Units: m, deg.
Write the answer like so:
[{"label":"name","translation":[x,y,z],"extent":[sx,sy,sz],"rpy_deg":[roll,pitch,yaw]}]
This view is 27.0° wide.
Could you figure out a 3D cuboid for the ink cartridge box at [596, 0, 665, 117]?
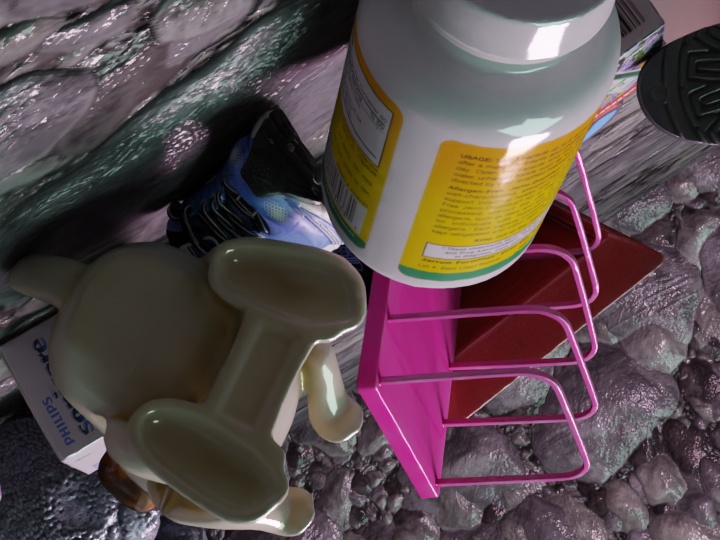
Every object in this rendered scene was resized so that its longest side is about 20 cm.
[{"label":"ink cartridge box","translation":[0.117,-0.107,0.863],"extent":[0.109,0.050,0.200],"rpy_deg":[-36,171,6]}]

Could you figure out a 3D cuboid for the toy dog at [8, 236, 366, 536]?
[{"label":"toy dog","translation":[-0.096,0.072,0.800],"extent":[0.200,0.193,0.140],"rpy_deg":[102,3,-69]}]

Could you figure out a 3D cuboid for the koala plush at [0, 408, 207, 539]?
[{"label":"koala plush","translation":[-0.158,0.133,1.110],"extent":[0.200,0.178,0.184],"rpy_deg":[-31,164,26]}]

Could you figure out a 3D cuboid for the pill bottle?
[{"label":"pill bottle","translation":[0.048,-0.083,0.654],"extent":[0.112,0.113,0.200],"rpy_deg":[-29,160,-21]}]

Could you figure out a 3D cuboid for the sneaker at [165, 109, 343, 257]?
[{"label":"sneaker","translation":[-0.056,-0.024,0.810],"extent":[0.089,0.079,0.200],"rpy_deg":[-33,173,-7]}]

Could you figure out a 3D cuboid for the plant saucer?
[{"label":"plant saucer","translation":[0.103,0.013,1.145],"extent":[0.199,0.037,0.200],"rpy_deg":[-38,-156,-6]}]

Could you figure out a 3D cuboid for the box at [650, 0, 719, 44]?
[{"label":"box","translation":[0.235,-0.192,0.894],"extent":[0.068,0.082,0.200],"rpy_deg":[-31,174,-12]}]

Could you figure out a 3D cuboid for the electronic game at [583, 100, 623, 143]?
[{"label":"electronic game","translation":[0.113,-0.078,1.140],"extent":[0.199,0.042,0.200],"rpy_deg":[-31,173,-4]}]

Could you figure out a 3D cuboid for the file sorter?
[{"label":"file sorter","translation":[0.088,0.026,0.984],"extent":[0.125,0.201,0.139],"rpy_deg":[-5,142,19]}]

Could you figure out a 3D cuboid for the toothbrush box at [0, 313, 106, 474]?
[{"label":"toothbrush box","translation":[-0.119,0.045,0.977],"extent":[0.200,0.086,0.146],"rpy_deg":[-32,173,-8]}]

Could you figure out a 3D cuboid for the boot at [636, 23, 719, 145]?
[{"label":"boot","translation":[0.232,-0.114,0.886],"extent":[0.164,0.066,0.200],"rpy_deg":[-10,-175,3]}]

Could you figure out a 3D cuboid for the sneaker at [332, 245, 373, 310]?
[{"label":"sneaker","translation":[0.000,0.000,1.060],"extent":[0.070,0.078,0.200],"rpy_deg":[-3,163,10]}]
